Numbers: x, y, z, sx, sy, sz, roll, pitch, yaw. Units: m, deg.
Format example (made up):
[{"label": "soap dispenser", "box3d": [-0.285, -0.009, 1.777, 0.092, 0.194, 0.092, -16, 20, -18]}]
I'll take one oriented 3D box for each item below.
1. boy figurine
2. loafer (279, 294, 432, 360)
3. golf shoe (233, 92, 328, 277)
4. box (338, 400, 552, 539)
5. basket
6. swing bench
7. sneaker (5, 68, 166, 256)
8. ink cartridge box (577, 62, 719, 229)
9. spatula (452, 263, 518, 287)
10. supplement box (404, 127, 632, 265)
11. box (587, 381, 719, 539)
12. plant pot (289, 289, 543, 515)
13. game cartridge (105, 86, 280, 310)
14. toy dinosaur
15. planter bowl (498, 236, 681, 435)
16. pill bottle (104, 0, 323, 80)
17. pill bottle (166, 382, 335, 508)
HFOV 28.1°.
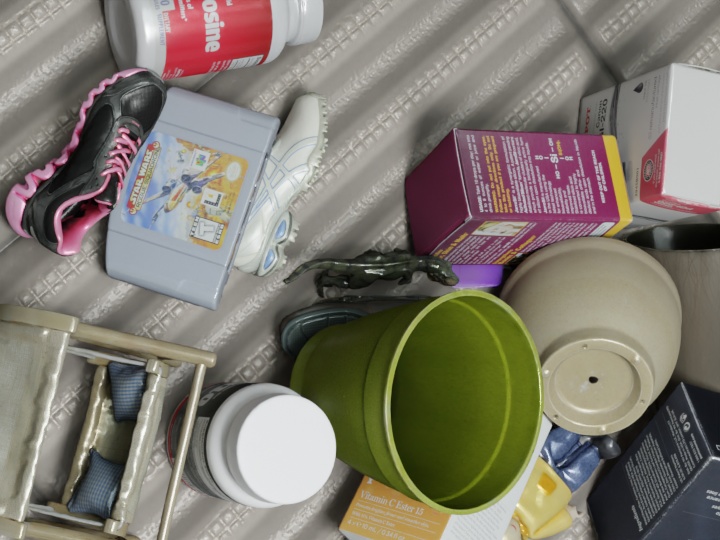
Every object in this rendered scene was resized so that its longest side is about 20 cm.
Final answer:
[{"label": "boy figurine", "box3d": [0.189, 0.236, 1.556, 0.200, 0.064, 0.125, -41, 105, -24]}, {"label": "loafer", "box3d": [0.005, 0.058, 1.497, 0.198, 0.063, 0.072, -1, 118, -21]}, {"label": "golf shoe", "box3d": [-0.096, -0.098, 1.448, 0.097, 0.078, 0.202, 22, 76, -15]}, {"label": "box", "box3d": [0.088, 0.208, 1.453, 0.098, 0.124, 0.201, 48, 60, -42]}, {"label": "basket", "box3d": [0.378, 0.059, 1.609, 0.135, 0.180, 0.202, -11, 102, -20]}, {"label": "swing bench", "box3d": [-0.261, 0.150, 1.323, 0.198, 0.130, 0.201, 15, 80, -22]}, {"label": "sneaker", "box3d": [-0.240, -0.096, 1.344, 0.201, 0.095, 0.079, -52, 139, 0]}, {"label": "ink cartridge box", "box3d": [0.314, -0.131, 1.563, 0.084, 0.200, 0.147, 9, 82, -18]}, {"label": "spatula", "box3d": [0.186, -0.003, 1.593, 0.198, 0.021, 0.057, 5, 73, -26]}, {"label": "supplement box", "box3d": [0.165, -0.075, 1.522, 0.198, 0.131, 0.104, 0, 69, -25]}, {"label": "box", "box3d": [0.386, 0.247, 1.559, 0.195, 0.118, 0.201, 17, 124, -22]}, {"label": "plant pot", "box3d": [0.037, 0.120, 1.368, 0.199, 0.192, 0.203, 1, 89, -40]}, {"label": "game cartridge", "box3d": [-0.170, -0.074, 1.404, 0.132, 0.042, 0.202, 17, 79, 1]}, {"label": "toy dinosaur", "box3d": [0.000, 0.000, 1.474, 0.198, 0.088, 0.048, -4, 87, -24]}, {"label": "planter bowl", "box3d": [0.241, 0.086, 1.495, 0.198, 0.135, 0.202, 2, 121, 4]}, {"label": "pill bottle", "box3d": [-0.142, -0.253, 1.416, 0.198, 0.112, 0.113, -13, 91, -24]}, {"label": "pill bottle", "box3d": [-0.103, 0.163, 1.354, 0.113, 0.200, 0.115, 2, 85, -24]}]
